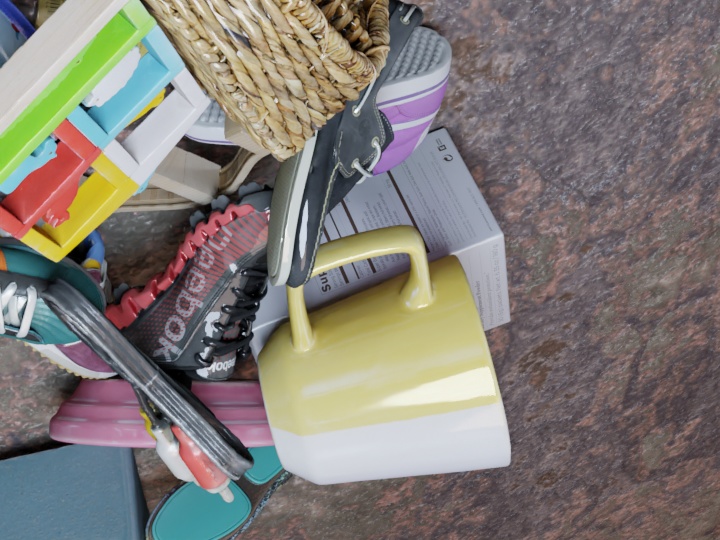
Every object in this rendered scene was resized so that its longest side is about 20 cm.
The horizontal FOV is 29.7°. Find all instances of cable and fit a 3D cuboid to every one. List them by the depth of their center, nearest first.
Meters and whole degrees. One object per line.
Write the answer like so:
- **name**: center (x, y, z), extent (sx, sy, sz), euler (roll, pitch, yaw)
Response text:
- **cable**: center (-0.138, 0.087, 0.883), extent (0.050, 0.097, 0.200), euler (-48, 133, -9)

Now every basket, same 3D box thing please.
- **basket**: center (-0.054, -0.178, 0.719), extent (0.149, 0.143, 0.200), euler (-42, 131, -3)

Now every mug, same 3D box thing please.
- **mug**: center (0.007, 0.062, 0.937), extent (0.153, 0.187, 0.149), euler (-14, -173, 0)

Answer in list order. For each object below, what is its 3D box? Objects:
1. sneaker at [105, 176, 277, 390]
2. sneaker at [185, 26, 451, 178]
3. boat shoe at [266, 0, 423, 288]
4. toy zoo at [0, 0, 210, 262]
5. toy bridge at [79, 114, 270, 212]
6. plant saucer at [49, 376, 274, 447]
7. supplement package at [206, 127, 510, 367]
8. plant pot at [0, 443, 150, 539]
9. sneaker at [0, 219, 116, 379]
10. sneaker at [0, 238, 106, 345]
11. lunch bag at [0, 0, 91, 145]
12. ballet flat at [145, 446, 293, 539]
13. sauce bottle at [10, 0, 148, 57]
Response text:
- **sneaker**: center (-0.097, 0.019, 0.927), extent (0.200, 0.098, 0.071), euler (-41, 162, 28)
- **sneaker**: center (-0.034, -0.097, 0.945), extent (0.200, 0.073, 0.114), euler (-11, 145, -19)
- **boat shoe**: center (-0.012, -0.082, 0.846), extent (0.068, 0.200, 0.072), euler (18, 171, -13)
- **toy zoo**: center (-0.145, -0.071, 0.720), extent (0.131, 0.020, 0.200), euler (-47, 167, -5)
- **toy bridge**: center (-0.118, -0.066, 0.892), extent (0.200, 0.027, 0.067), euler (-15, 154, 39)
- **plant saucer**: center (-0.147, 0.111, 1.090), extent (0.200, 0.051, 0.201), euler (1, 177, 0)
- **supplement package**: center (0.000, 0.000, 1.044), extent (0.200, 0.120, 0.121), euler (-21, 144, -5)
- **plant pot**: center (-0.267, 0.290, 1.167), extent (0.196, 0.200, 0.196), euler (-12, 148, -10)
- **sneaker**: center (-0.205, 0.015, 0.983), extent (0.090, 0.075, 0.200), euler (-32, 145, 19)
- **sneaker**: center (-0.266, 0.012, 0.870), extent (0.200, 0.080, 0.071), euler (17, 110, -9)
- **lunch bag**: center (-0.265, -0.094, 0.734), extent (0.170, 0.128, 0.200), euler (-12, 156, 28)
- **ballet flat**: center (-0.116, 0.201, 1.232), extent (0.200, 0.074, 0.074), euler (-35, 153, -33)
- **sauce bottle**: center (-0.128, -0.152, 0.822), extent (0.200, 0.065, 0.065), euler (3, 136, -31)
